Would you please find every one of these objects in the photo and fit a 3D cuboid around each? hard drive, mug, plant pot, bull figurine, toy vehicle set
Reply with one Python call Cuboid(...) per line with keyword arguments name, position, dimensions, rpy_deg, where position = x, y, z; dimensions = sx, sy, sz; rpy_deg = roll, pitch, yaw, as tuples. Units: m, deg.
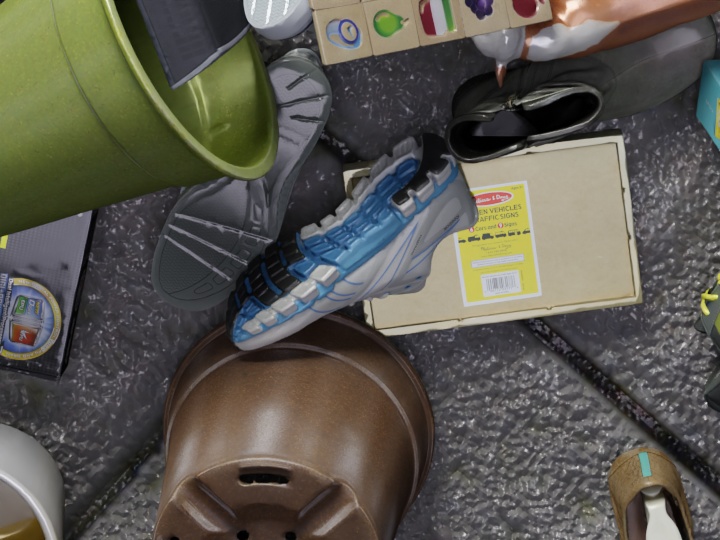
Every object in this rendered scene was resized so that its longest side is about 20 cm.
Cuboid(name="hard drive", position=(-0.100, -0.207, 1.211), dimensions=(0.042, 0.200, 0.135), rpy_deg=(-12, 115, 16))
Cuboid(name="mug", position=(-0.277, 0.195, 1.376), dimensions=(0.149, 0.153, 0.187), rpy_deg=(9, 104, -2))
Cuboid(name="plant pot", position=(-0.185, -0.111, 1.253), dimensions=(0.190, 0.200, 0.200), rpy_deg=(-25, 102, 20))
Cuboid(name="bull figurine", position=(0.157, -0.185, 1.292), dimensions=(0.200, 0.121, 0.065), rpy_deg=(-12, 123, 1))
Cuboid(name="plant pot", position=(-0.052, 0.151, 1.327), dimensions=(0.200, 0.198, 0.200), rpy_deg=(1, 110, 4))
Cuboid(name="toy vehicle set", position=(0.094, -0.026, 1.384), dimensions=(0.200, 0.027, 0.124), rpy_deg=(-7, 103, 2))

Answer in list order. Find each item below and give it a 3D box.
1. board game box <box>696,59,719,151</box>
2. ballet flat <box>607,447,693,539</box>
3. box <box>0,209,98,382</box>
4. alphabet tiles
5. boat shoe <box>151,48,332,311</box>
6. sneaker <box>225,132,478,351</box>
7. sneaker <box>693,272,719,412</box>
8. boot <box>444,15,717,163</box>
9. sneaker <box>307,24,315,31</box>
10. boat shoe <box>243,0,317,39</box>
Cuboid(name="board game box", position=(0.322, -0.078, 1.267), dimensions=(0.151, 0.200, 0.047), rpy_deg=(-4, 123, -8))
Cuboid(name="ballet flat", position=(0.225, 0.227, 1.417), dimensions=(0.068, 0.072, 0.200), rpy_deg=(-12, 103, 3))
Cuboid(name="box", position=(-0.269, -0.036, 1.378), dimensions=(0.160, 0.044, 0.200), rpy_deg=(13, 103, -2))
Cuboid(name="alphabet tiles", position=(0.029, -0.237, 1.187), dimensions=(0.167, 0.008, 0.200), rpy_deg=(-14, 95, -27))
Cuboid(name="boat shoe", position=(-0.081, -0.063, 1.364), dimensions=(0.074, 0.065, 0.202), rpy_deg=(26, 106, -7))
Cuboid(name="sneaker", position=(0.000, 0.000, 1.336), dimensions=(0.200, 0.075, 0.087), rpy_deg=(-37, 127, 2))
Cuboid(name="sneaker", position=(0.276, 0.015, 1.367), dimensions=(0.085, 0.074, 0.200), rpy_deg=(-1, 97, 11))
Cuboid(name="boot", position=(0.153, -0.117, 1.308), dimensions=(0.200, 0.131, 0.068), rpy_deg=(-20, 103, 5))
Cuboid(name="sneaker", position=(0.045, -0.213, 1.287), dimensions=(0.200, 0.076, 0.092), rpy_deg=(-37, 127, 18))
Cuboid(name="boat shoe", position=(-0.011, -0.224, 1.223), dimensions=(0.067, 0.074, 0.200), rpy_deg=(37, 65, -45))
